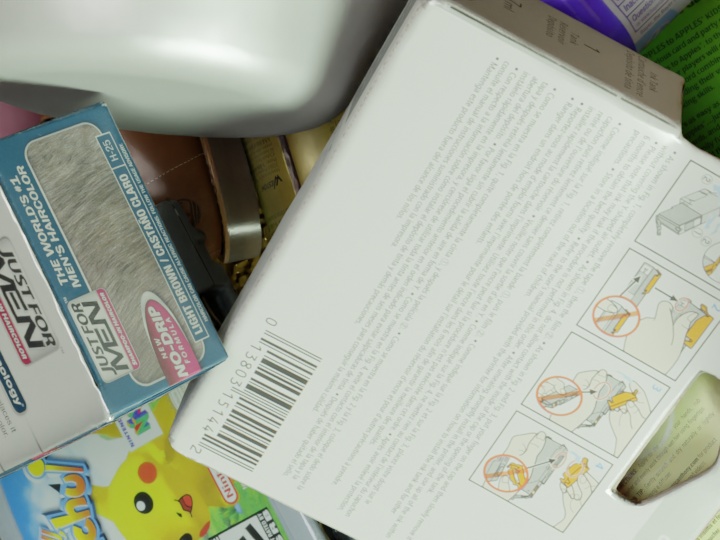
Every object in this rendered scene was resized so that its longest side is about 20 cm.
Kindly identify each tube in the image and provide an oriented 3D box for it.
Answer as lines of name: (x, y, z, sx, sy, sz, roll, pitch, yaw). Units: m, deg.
tube: (0.155, 0.099, 0.734, 0.200, 0.052, 0.058, 41, 79, 8)

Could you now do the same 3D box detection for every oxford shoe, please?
oxford shoe: (-0.102, -0.092, 0.867, 0.071, 0.071, 0.201, -15, 73, -12)

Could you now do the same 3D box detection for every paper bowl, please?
paper bowl: (-0.067, -0.107, 0.732, 0.200, 0.201, 0.105, 2, 82, 25)

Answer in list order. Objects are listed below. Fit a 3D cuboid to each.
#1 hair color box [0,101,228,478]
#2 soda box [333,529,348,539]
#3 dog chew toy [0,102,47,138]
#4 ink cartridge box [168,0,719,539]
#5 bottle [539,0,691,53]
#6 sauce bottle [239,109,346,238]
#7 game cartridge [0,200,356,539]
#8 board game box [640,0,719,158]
hair color box: (-0.144, 0.027, 0.768, 0.200, 0.060, 0.100, -26, 90, 46)
soda box: (0.013, 0.152, 0.849, 0.063, 0.071, 0.200, -38, 78, 22)
dog chew toy: (-0.180, 0.003, 0.907, 0.124, 0.124, 0.201, 6, 104, 25)
ink cartridge box: (0.054, 0.019, 0.721, 0.176, 0.045, 0.200, 28, 121, -7)
bottle: (0.122, -0.148, 0.744, 0.200, 0.084, 0.065, -45, 104, -4)
sauce bottle: (0.000, 0.000, 0.847, 0.066, 0.066, 0.201, -17, 86, 26)
game cartridge: (-0.076, 0.091, 0.823, 0.133, 0.040, 0.200, -32, 84, 29)
board game box: (0.151, -0.063, 0.779, 0.200, 0.048, 0.102, -33, 79, 24)
